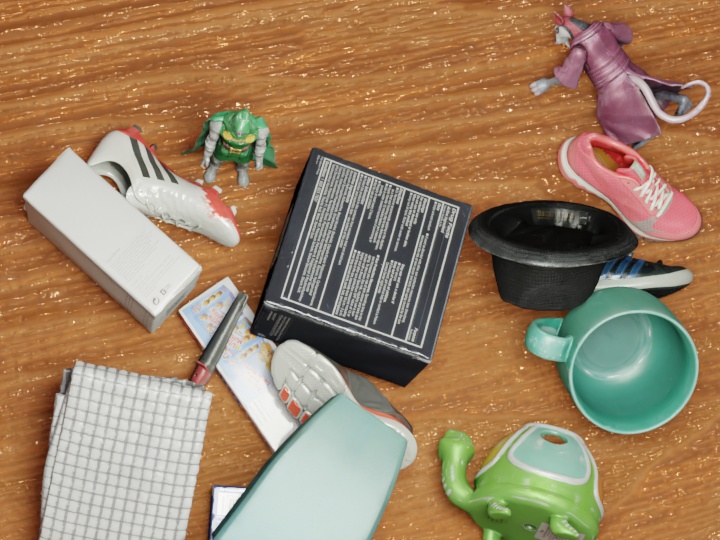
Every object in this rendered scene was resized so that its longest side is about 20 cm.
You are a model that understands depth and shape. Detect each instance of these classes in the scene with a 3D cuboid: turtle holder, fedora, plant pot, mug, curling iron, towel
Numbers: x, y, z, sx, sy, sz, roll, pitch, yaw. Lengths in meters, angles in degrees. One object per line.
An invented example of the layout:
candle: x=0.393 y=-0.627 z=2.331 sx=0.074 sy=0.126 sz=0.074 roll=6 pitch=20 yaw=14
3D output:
turtle holder: x=0.186 y=0.246 z=1.600 sx=0.184 sy=0.141 sz=0.133 roll=0 pitch=55 yaw=30
fedora: x=0.214 y=-0.010 z=1.597 sx=0.198 sy=0.201 sz=0.093 roll=-1 pitch=113 yaw=-10
plant pot: x=-0.043 y=0.239 z=1.500 sx=0.141 sy=0.141 sz=0.201 roll=35 pitch=80 yaw=-1
mug: x=0.291 y=0.085 z=1.632 sx=0.152 sy=0.115 sz=0.185 roll=-40 pitch=108 yaw=9
curling iron: x=-0.186 y=0.109 z=1.588 sx=0.049 sy=0.026 sz=0.201 roll=35 pitch=87 yaw=-1
towel: x=-0.255 y=0.204 z=1.530 sx=0.164 sy=0.086 sz=0.202 roll=10 pitch=93 yaw=-6

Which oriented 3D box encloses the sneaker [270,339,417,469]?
sneaker: x=-0.019 y=0.148 z=1.606 sx=0.200 sy=0.082 sz=0.077 roll=43 pitch=109 yaw=-9

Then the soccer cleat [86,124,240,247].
soccer cleat: x=-0.226 y=-0.083 z=1.619 sx=0.200 sy=0.069 sz=0.085 roll=40 pitch=58 yaw=5

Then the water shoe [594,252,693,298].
water shoe: x=0.304 y=-0.006 z=1.697 sx=0.198 sy=0.072 sz=0.080 roll=-4 pitch=76 yaw=-11

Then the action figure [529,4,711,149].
action figure: x=0.301 y=-0.239 z=1.717 sx=0.134 sy=0.149 sz=0.200 roll=-44 pitch=102 yaw=-10

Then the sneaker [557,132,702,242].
sneaker: x=0.332 y=-0.100 z=1.715 sx=0.199 sy=0.087 sz=0.074 roll=32 pitch=75 yaw=-2

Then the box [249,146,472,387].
box: x=0.000 y=0.000 z=1.608 sx=0.196 sy=0.123 sz=0.202 roll=19 pitch=68 yaw=-5

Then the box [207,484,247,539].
box: x=-0.113 y=0.343 z=1.564 sx=0.120 sy=0.032 sz=0.202 roll=5 pitch=76 yaw=-9

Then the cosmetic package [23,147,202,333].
cosmetic package: x=-0.278 y=-0.031 z=1.580 sx=0.200 sy=0.113 sz=0.081 roll=44 pitch=74 yaw=0

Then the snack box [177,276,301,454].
snack box: x=-0.125 y=0.109 z=1.619 sx=0.072 sy=0.024 sz=0.201 roll=-34 pitch=85 yaw=-15

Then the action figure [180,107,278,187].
action figure: x=-0.141 y=-0.140 z=1.582 sx=0.117 sy=0.200 sz=0.055 roll=4 pitch=77 yaw=-8
